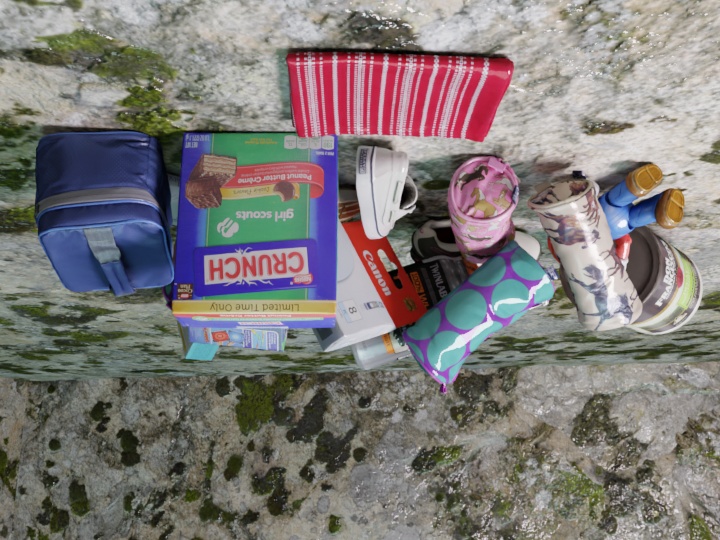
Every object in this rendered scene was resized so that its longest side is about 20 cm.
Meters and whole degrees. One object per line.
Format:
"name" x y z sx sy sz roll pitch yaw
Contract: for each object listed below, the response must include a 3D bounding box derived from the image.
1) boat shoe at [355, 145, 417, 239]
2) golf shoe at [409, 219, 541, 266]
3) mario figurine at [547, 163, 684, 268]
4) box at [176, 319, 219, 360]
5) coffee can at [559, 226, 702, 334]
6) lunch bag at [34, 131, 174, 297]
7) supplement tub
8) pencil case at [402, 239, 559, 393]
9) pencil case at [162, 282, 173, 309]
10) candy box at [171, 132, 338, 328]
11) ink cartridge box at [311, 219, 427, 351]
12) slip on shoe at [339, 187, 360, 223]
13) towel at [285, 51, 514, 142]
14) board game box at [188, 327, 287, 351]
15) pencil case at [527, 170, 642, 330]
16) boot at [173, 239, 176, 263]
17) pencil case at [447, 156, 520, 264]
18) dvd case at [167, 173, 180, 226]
"boat shoe" 0.035 -0.090 0.888 0.066 0.072 0.200 1 159 6
"golf shoe" 0.174 -0.035 1.088 0.199 0.077 0.088 1 159 -7
"mario figurine" 0.304 -0.050 0.945 0.106 0.124 0.200 -7 166 -24
"box" -0.232 0.048 1.200 0.049 0.082 0.200 9 129 -34
"coffee can" 0.408 0.011 1.121 0.146 0.147 0.200 -11 162 37
"lunch bag" -0.282 -0.048 0.841 0.136 0.133 0.200 -4 156 -9
"supplement tub" 0.074 0.053 1.045 0.200 0.123 0.123 -19 165 1
"pencil case" 0.149 0.054 0.935 0.200 0.092 0.085 -39 -176 -2
"pencil case" -0.301 0.052 1.363 0.085 0.092 0.200 36 166 7
"candy box" -0.108 -0.042 0.800 0.169 0.201 0.077 0 166 -1
"ink cartridge box" 0.000 0.000 0.911 0.200 0.160 0.047 -13 159 -46
"slip on shoe" -0.079 -0.087 0.924 0.200 0.061 0.076 -12 159 -36
"towel" 0.033 -0.159 0.703 0.199 0.023 0.145 1 165 -3
"board game box" -0.166 0.018 1.000 0.135 0.034 0.200 6 126 1
"pencil case" 0.271 -0.018 0.902 0.078 0.200 0.089 -24 -158 12
"boot" -0.216 -0.031 1.078 0.071 0.202 0.144 -13 -141 -45
"pencil case" 0.154 -0.069 0.930 0.086 0.083 0.200 -12 164 6
"dvd case" -0.271 -0.095 0.961 0.200 0.018 0.143 13 160 -42
